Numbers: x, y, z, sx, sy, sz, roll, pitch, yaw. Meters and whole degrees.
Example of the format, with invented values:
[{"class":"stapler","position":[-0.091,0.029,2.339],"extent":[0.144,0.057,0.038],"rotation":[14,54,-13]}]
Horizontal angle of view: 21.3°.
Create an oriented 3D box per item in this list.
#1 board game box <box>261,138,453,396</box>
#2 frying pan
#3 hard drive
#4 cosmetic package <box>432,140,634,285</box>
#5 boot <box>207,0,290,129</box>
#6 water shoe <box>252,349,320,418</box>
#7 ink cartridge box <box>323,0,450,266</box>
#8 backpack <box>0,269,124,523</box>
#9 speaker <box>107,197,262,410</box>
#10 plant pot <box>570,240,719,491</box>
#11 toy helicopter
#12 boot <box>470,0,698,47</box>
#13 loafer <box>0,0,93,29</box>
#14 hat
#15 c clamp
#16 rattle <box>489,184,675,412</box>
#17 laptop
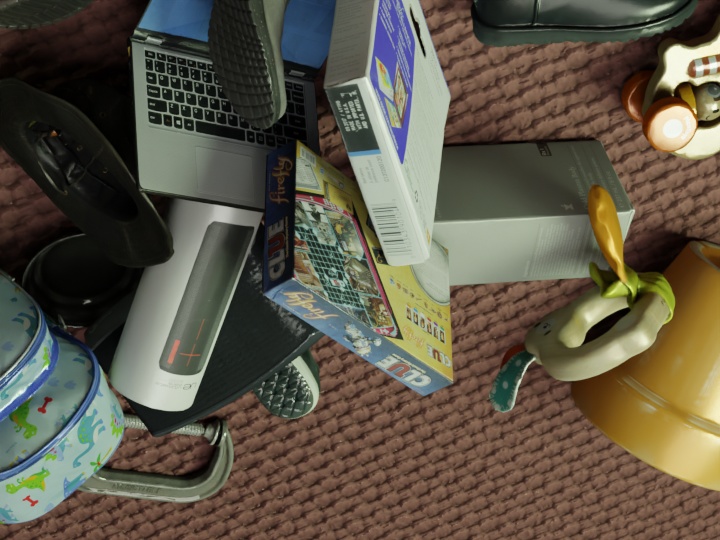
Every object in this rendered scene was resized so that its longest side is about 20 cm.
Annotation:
[{"class":"board game box","position":[0.000,0.000,1.545],"extent":[0.034,0.136,0.200],"rotation":[-25,137,32]},{"class":"frying pan","position":[-0.217,0.019,1.723],"extent":[0.189,0.031,0.115],"rotation":[26,121,-37]},{"class":"hard drive","position":[-0.138,0.057,1.697],"extent":[0.199,0.042,0.135],"rotation":[-32,101,16]},{"class":"cosmetic package","position":[0.129,-0.051,1.705],"extent":[0.199,0.107,0.091],"rotation":[-3,134,-16]},{"class":"boot","position":[-0.054,-0.219,1.468],"extent":[0.131,0.070,0.201],"rotation":[-31,127,-36]},{"class":"water shoe","position":[-0.099,0.042,1.754],"extent":[0.071,0.079,0.201],"rotation":[-20,108,14]},{"class":"ink cartridge box","position":[0.025,-0.144,1.543],"extent":[0.043,0.201,0.199],"rotation":[-6,135,17]},{"class":"backpack","position":[-0.314,0.106,1.620],"extent":[0.183,0.199,0.147],"rotation":[-44,147,-23]},{"class":"speaker","position":[-0.148,0.016,1.621],"extent":[0.081,0.081,0.201],"rotation":[13,110,-25]},{"class":"plant pot","position":[0.330,0.081,1.835],"extent":[0.199,0.200,0.184],"rotation":[16,110,-27]},{"class":"toy helicopter","position":[0.323,-0.187,1.662],"extent":[0.131,0.079,0.201],"rotation":[15,114,-18]},{"class":"boot","position":[0.180,-0.268,1.542],"extent":[0.199,0.077,0.169],"rotation":[-6,137,-1]},{"class":"loafer","position":[-0.221,-0.248,1.469],"extent":[0.199,0.071,0.073],"rotation":[-23,167,19]},{"class":"hat","position":[-0.210,-0.099,1.565],"extent":[0.081,0.200,0.201],"rotation":[-48,140,-27]},{"class":"c clamp","position":[-0.208,0.167,1.863],"extent":[0.199,0.027,0.171],"rotation":[14,126,-25]},{"class":"rattle","position":[0.163,0.030,1.675],"extent":[0.199,0.131,0.143],"rotation":[-16,133,42]},{"class":"laptop","position":[-0.077,-0.160,1.514],"extent":[0.186,0.201,0.116],"rotation":[8,160,-39]}]
